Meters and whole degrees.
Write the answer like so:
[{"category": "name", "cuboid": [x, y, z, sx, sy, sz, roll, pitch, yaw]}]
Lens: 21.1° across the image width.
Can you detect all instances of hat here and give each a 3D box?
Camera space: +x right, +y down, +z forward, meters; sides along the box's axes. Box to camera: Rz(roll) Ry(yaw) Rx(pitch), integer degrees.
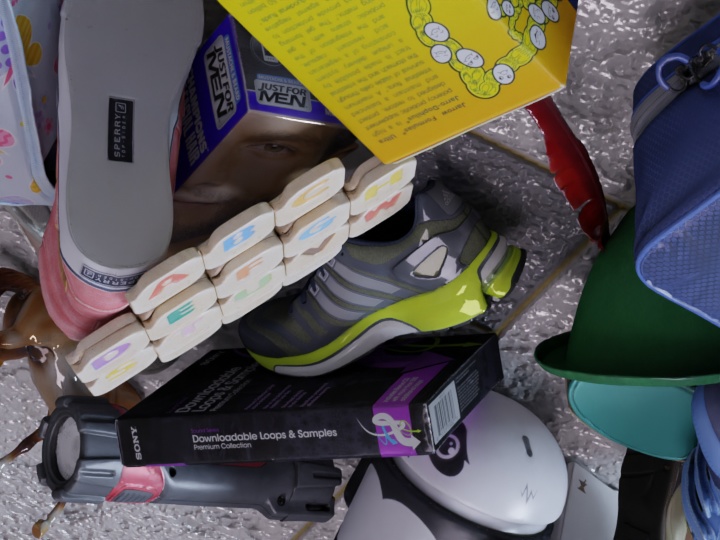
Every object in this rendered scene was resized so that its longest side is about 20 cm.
[{"category": "hat", "cuboid": [0.166, -0.039, 1.029, 0.165, 0.200, 0.177, -4, 97, 11]}]

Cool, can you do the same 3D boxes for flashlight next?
[{"category": "flashlight", "cuboid": [-0.107, 0.120, 1.243, 0.199, 0.068, 0.068, 7, -166, -37]}]

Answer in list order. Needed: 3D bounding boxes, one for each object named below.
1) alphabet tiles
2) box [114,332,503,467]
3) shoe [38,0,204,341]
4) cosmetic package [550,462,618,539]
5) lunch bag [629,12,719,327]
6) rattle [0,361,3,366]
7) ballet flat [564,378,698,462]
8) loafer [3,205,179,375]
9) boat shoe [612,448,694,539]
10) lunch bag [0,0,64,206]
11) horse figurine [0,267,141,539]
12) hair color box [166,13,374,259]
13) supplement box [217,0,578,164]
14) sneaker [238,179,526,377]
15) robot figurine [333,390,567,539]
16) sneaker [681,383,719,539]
[{"category": "alphabet tiles", "cuboid": [-0.058, 0.002, 0.982, 0.015, 0.199, 0.196, 57, 172, 10]}, {"category": "box", "cuboid": [-0.029, 0.077, 1.162, 0.199, 0.143, 0.036, -6, 103, 22]}, {"category": "shoe", "cuboid": [-0.126, -0.067, 0.969, 0.071, 0.201, 0.091, 9, 151, -16]}, {"category": "cosmetic package", "cuboid": [0.108, 0.219, 1.332, 0.107, 0.085, 0.200, 35, 138, -22]}, {"category": "lunch bag", "cuboid": [0.220, -0.048, 0.931, 0.199, 0.133, 0.136, 30, 136, -26]}, {"category": "rattle", "cuboid": [-0.335, -0.001, 1.249, 0.200, 0.143, 0.130, 47, 142, 12]}, {"category": "ballet flat", "cuboid": [0.207, 0.082, 1.146, 0.199, 0.062, 0.068, 20, 123, -11]}, {"category": "loafer", "cuboid": [-0.165, -0.021, 1.152, 0.063, 0.072, 0.200, 37, 163, 47]}, {"category": "boat shoe", "cuboid": [0.195, 0.192, 1.210, 0.073, 0.201, 0.076, 11, -172, -25]}, {"category": "lunch bag", "cuboid": [-0.231, -0.123, 0.990, 0.169, 0.127, 0.201, 4, 131, 9]}, {"category": "horse figurine", "cuboid": [-0.206, 0.071, 1.237, 0.050, 0.133, 0.201, 3, 130, 42]}, {"category": "hair color box", "cuboid": [-0.065, -0.052, 1.043, 0.109, 0.065, 0.200, 6, 148, -32]}, {"category": "supplement box", "cuboid": [0.001, -0.163, 0.878, 0.109, 0.109, 0.200, -21, 130, 36]}, {"category": "sneaker", "cuboid": [0.000, 0.000, 1.123, 0.199, 0.074, 0.081, -23, 112, 36]}, {"category": "robot figurine", "cuboid": [0.048, 0.170, 1.216, 0.150, 0.125, 0.201, 29, 107, 11]}, {"category": "sneaker", "cuboid": [0.213, 0.125, 1.085, 0.082, 0.074, 0.200, -7, 140, 25]}]
